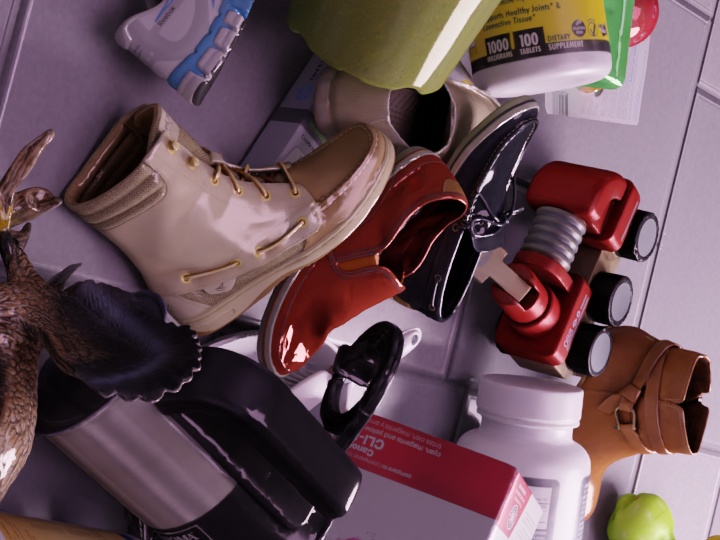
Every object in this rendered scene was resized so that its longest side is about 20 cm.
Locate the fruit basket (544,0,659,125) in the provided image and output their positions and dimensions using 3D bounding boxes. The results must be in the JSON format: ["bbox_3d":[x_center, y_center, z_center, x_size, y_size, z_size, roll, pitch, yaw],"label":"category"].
[{"bbox_3d":[0.210,-0.226,1.428,0.200,0.094,0.186,-6,103,-62],"label":"fruit basket"}]

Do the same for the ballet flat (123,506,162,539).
[{"bbox_3d":[-0.150,0.133,1.141,0.066,0.057,0.200,-3,94,-37],"label":"ballet flat"}]

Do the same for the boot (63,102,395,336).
[{"bbox_3d":[-0.087,-0.065,1.106,0.200,0.073,0.155,-38,127,3],"label":"boot"}]

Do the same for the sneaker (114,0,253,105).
[{"bbox_3d":[-0.103,-0.211,1.099,0.087,0.075,0.200,29,56,-8],"label":"sneaker"}]

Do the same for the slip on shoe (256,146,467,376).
[{"bbox_3d":[0.000,0.000,1.163,0.200,0.061,0.074,-48,148,-2],"label":"slip on shoe"}]

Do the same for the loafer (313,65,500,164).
[{"bbox_3d":[0.051,-0.111,1.219,0.200,0.068,0.076,3,96,-47],"label":"loafer"}]

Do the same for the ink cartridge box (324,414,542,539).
[{"bbox_3d":[0.032,0.236,1.246,0.200,0.144,0.145,-66,160,-15],"label":"ink cartridge box"}]

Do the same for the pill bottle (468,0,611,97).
[{"bbox_3d":[0.132,-0.245,1.290,0.112,0.112,0.200,-8,89,-45],"label":"pill bottle"}]

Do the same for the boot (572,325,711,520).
[{"bbox_3d":[0.246,0.151,1.473,0.077,0.155,0.200,2,97,-47],"label":"boot"}]

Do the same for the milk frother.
[{"bbox_3d":[-0.083,0.078,1.072,0.188,0.180,0.200,49,34,-30],"label":"milk frother"}]

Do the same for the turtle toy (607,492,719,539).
[{"bbox_3d":[0.299,0.314,1.603,0.146,0.101,0.200,-28,117,-40],"label":"turtle toy"}]

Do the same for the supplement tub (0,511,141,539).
[{"bbox_3d":[-0.225,0.223,1.001,0.200,0.145,0.145,21,83,-46],"label":"supplement tub"}]

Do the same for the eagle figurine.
[{"bbox_3d":[-0.196,0.045,0.959,0.151,0.200,0.152,-19,152,-34],"label":"eagle figurine"}]

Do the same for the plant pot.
[{"bbox_3d":[0.038,-0.232,1.110,0.200,0.200,0.190,-3,128,-46],"label":"plant pot"}]

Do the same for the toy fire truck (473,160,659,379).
[{"bbox_3d":[0.146,-0.026,1.376,0.200,0.129,0.176,46,65,-53],"label":"toy fire truck"}]

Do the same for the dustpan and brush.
[{"bbox_3d":[-0.035,0.087,1.233,0.200,0.057,0.140,-32,120,-38],"label":"dustpan and brush"}]

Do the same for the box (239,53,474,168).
[{"bbox_3d":[0.007,-0.106,1.254,0.200,0.041,0.156,-58,134,-19],"label":"box"}]

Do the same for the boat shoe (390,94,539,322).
[{"bbox_3d":[0.088,-0.044,1.233,0.075,0.062,0.200,-14,139,-56],"label":"boat shoe"}]

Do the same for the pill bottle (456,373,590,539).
[{"bbox_3d":[0.136,0.195,1.395,0.119,0.119,0.200,3,96,-47],"label":"pill bottle"}]
